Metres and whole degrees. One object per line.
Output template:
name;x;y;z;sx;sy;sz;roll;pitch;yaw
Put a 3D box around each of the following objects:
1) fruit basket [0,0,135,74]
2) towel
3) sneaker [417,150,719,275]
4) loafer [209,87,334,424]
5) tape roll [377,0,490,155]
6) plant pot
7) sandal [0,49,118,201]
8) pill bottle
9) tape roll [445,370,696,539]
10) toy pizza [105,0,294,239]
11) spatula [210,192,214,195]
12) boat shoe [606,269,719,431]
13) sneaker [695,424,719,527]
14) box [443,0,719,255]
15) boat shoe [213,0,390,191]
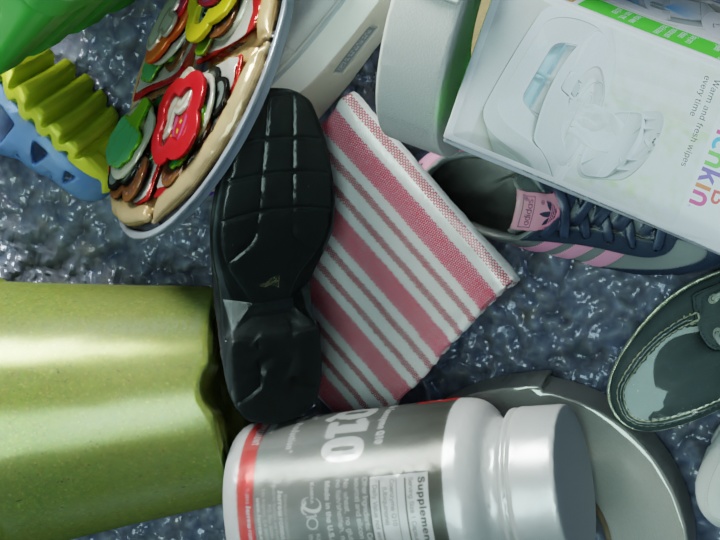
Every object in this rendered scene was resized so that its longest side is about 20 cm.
fruit basket;-0.151;-0.223;1.182;0.155;0.216;0.216;42;111;5
towel;0.000;0.000;1.234;0.146;0.030;0.200;48;137;7
sneaker;0.123;-0.032;1.202;0.199;0.082;0.071;9;103;15
loafer;-0.059;-0.014;1.208;0.072;0.072;0.201;-2;112;-19
tape roll;0.063;-0.161;1.117;0.037;0.203;0.204;21;108;13
plant pot;-0.165;0.085;1.278;0.183;0.200;0.202;-6;101;7
sandal;-0.231;-0.106;1.308;0.200;0.079;0.087;40;116;14
pill bottle;0.030;0.135;1.215;0.199;0.114;0.115;-8;100;19
tape roll;0.106;0.164;1.277;0.202;0.037;0.204;4;104;17
toy pizza;-0.100;-0.114;1.205;0.032;0.200;0.201;23;112;-25
spatula;-0.052;-0.036;1.290;0.200;0.021;0.057;42;108;4
boat shoe;0.224;0.031;1.187;0.199;0.062;0.073;-33;91;14
sneaker;0.270;0.087;1.181;0.200;0.087;0.075;-38;91;23
box;0.160;-0.091;1.115;0.176;0.200;0.097;23;108;13
boat shoe;-0.041;-0.137;1.238;0.069;0.072;0.200;45;109;15
